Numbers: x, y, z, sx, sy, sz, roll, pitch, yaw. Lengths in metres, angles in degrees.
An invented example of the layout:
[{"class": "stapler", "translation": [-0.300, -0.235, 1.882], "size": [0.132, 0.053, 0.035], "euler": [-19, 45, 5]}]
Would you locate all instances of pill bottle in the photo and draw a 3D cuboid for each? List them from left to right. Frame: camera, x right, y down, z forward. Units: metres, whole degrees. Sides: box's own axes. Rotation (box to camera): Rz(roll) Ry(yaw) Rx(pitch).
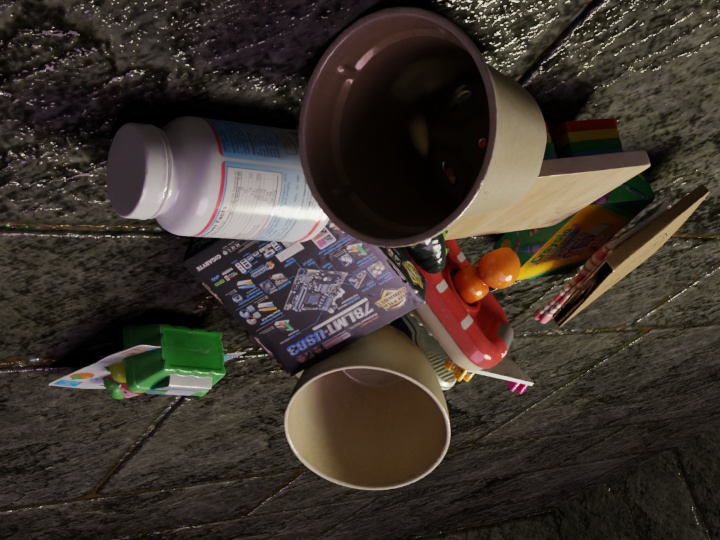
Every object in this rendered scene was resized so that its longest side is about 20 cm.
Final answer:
[{"class": "pill bottle", "translation": [-0.128, -0.084, 0.961], "size": [0.198, 0.110, 0.109], "euler": [3, 150, -38]}]

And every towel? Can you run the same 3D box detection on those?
[{"class": "towel", "translation": [0.326, -0.012, 1.412], "size": [0.146, 0.030, 0.200], "euler": [-33, 166, -37]}]

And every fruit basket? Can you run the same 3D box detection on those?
[{"class": "fruit basket", "translation": [-0.280, 0.137, 1.367], "size": [0.199, 0.095, 0.184], "euler": [-29, 154, 33]}]

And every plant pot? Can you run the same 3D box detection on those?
[{"class": "plant pot", "translation": [0.075, -0.122, 0.948], "size": [0.200, 0.202, 0.183], "euler": [-31, 164, 30]}]

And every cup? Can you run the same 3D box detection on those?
[{"class": "cup", "translation": [0.012, 0.147, 1.271], "size": [0.198, 0.144, 0.202], "euler": [3, 127, 3]}]

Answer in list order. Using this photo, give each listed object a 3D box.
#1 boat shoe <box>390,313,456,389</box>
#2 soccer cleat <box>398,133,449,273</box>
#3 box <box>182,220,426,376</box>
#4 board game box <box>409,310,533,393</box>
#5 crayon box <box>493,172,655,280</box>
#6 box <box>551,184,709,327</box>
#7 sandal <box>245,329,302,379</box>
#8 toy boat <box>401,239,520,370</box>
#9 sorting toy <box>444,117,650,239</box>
[{"class": "boat shoe", "translation": [0.079, 0.114, 1.399], "size": [0.074, 0.200, 0.062], "euler": [33, 102, -24]}, {"class": "soccer cleat", "translation": [0.036, -0.063, 1.094], "size": [0.081, 0.067, 0.201], "euler": [-40, 132, -18]}, {"class": "box", "translation": [-0.061, 0.002, 1.147], "size": [0.199, 0.050, 0.199], "euler": [-30, 119, 24]}, {"class": "board game box", "translation": [0.124, 0.088, 1.413], "size": [0.026, 0.200, 0.199], "euler": [-53, 146, 13]}, {"class": "crayon box", "translation": [0.275, -0.062, 1.355], "size": [0.118, 0.059, 0.200], "euler": [-7, 154, -28]}, {"class": "box", "translation": [0.345, -0.018, 1.323], "size": [0.199, 0.021, 0.164], "euler": [-33, 165, -28]}, {"class": "sandal", "translation": [-0.081, 0.109, 1.317], "size": [0.081, 0.055, 0.200], "euler": [-21, 149, 5]}, {"class": "toy boat", "translation": [0.136, 0.013, 1.260], "size": [0.130, 0.201, 0.131], "euler": [-33, -171, 27]}, {"class": "sorting toy", "translation": [0.179, -0.104, 1.153], "size": [0.197, 0.070, 0.200], "euler": [-8, 167, -24]}]
